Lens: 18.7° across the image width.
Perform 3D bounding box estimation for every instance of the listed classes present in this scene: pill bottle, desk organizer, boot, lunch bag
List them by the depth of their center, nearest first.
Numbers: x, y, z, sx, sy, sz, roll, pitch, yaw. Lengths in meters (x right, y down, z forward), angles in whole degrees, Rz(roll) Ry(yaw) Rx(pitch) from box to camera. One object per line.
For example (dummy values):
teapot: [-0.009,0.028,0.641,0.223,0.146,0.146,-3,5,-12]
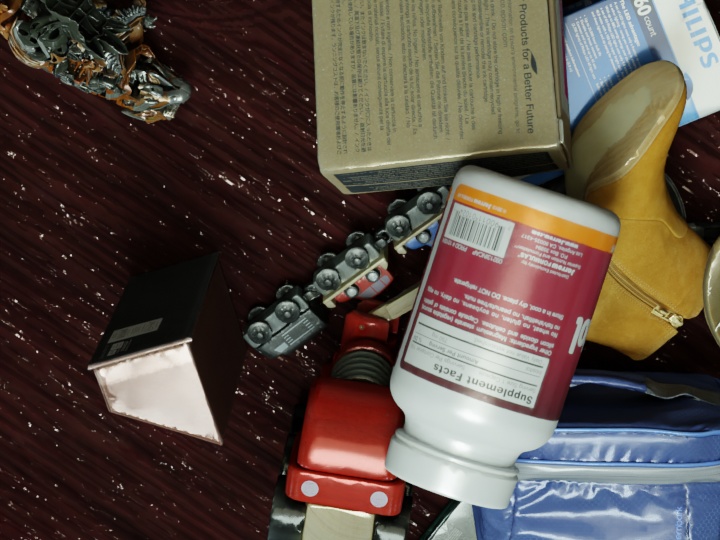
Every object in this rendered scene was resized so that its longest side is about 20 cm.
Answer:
pill bottle: [0.085,0.043,1.396,0.112,0.113,0.201,18,94,-2]
boot: [0.198,-0.037,1.490,0.143,0.071,0.202,22,114,-30]
desk organizer: [-0.127,0.059,1.504,0.071,0.200,0.078,-16,105,7]
lunch bag: [0.160,0.131,1.511,0.198,0.136,0.133,1,104,4]

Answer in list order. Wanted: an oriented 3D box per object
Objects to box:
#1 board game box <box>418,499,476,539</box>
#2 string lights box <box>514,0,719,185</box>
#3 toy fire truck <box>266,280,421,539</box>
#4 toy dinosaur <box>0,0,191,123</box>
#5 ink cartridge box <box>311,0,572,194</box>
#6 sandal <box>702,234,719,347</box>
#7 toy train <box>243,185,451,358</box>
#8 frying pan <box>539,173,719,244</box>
board game box: [0.131,0.197,1.613,0.135,0.028,0.200,37,103,-7]
string lights box: [0.151,-0.128,1.510,0.199,0.059,0.103,-22,99,8]
toy fire truck: [0.017,0.078,1.502,0.128,0.176,0.201,9,112,2]
toy dinosaur: [-0.201,-0.166,1.489,0.199,0.136,0.103,11,68,-29]
ink cartridge box: [0.053,-0.161,1.454,0.163,0.075,0.202,-5,77,11]
sandal: [0.286,0.040,1.537,0.080,0.054,0.200,-33,126,-1]
toy train: [0.000,0.000,1.558,0.200,0.034,0.046,-37,112,19]
frying pan: [0.209,-0.014,1.556,0.189,0.031,0.116,24,105,0]
